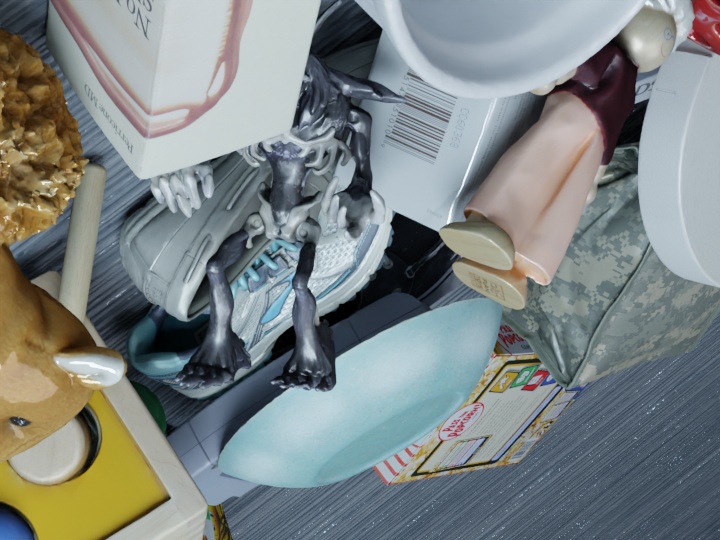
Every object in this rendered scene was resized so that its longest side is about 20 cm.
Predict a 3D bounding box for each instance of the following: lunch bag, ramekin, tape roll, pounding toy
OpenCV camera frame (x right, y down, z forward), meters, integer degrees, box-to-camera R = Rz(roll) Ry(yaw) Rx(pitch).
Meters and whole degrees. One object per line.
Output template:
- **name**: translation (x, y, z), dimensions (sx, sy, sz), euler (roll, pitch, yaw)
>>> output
- **lunch bag**: translation (0.209, -0.029, 1.309), dimensions (0.164, 0.118, 0.200), euler (-12, 140, -43)
- **ramekin**: translation (0.065, -0.192, 0.843), dimensions (0.200, 0.098, 0.201), euler (-25, 138, -25)
- **tape roll**: translation (0.262, -0.087, 1.221), dimensions (0.202, 0.037, 0.204), euler (-18, 115, -43)
- **pounding toy**: translation (-0.176, 0.086, 0.938), dimensions (0.199, 0.184, 0.142), euler (-31, 165, -18)

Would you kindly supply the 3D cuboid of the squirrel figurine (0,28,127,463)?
- **squirrel figurine**: translation (-0.179, -0.012, 0.759), dimensions (0.186, 0.141, 0.201), euler (32, 79, -31)

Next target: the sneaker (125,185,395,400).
- **sneaker**: translation (-0.060, 0.001, 1.051), dimensions (0.200, 0.078, 0.086), euler (-49, 150, 17)

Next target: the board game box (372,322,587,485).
- **board game box**: translation (0.110, 0.103, 1.471), dimensions (0.200, 0.046, 0.152), euler (1, 134, -53)

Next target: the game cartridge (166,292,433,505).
- **game cartridge**: translation (-0.034, 0.082, 1.127), dimensions (0.200, 0.042, 0.133), euler (-33, 160, 7)

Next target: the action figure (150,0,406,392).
- **action figure**: translation (-0.041, -0.038, 0.904), dimensions (0.102, 0.118, 0.201), euler (-58, 153, -79)

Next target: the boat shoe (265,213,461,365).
- **boat shoe**: translation (0.000, 0.000, 1.142), dimensions (0.200, 0.072, 0.068), euler (-36, 156, 8)

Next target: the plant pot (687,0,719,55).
- **plant pot**: translation (0.277, -0.195, 1.031), dimensions (0.200, 0.182, 0.201), euler (-29, 143, -25)

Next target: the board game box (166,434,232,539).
- **board game box**: translation (-0.140, 0.159, 1.132), dimensions (0.034, 0.127, 0.200), euler (-27, 158, 14)

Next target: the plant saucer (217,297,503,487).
- **plant saucer**: translation (0.009, 0.086, 1.085), dimensions (0.200, 0.039, 0.201), euler (-28, 163, -9)

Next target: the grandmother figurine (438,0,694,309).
- **grandmother figurine**: translation (0.116, -0.076, 0.943), dimensions (0.200, 0.060, 0.121), euler (-57, 160, -18)

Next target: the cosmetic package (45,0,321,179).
- **cosmetic package**: translation (-0.072, -0.150, 0.764), dimensions (0.087, 0.103, 0.200), euler (-22, 148, -29)

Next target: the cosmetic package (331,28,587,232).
- **cosmetic package**: translation (0.079, -0.090, 1.020), dimensions (0.200, 0.081, 0.113), euler (-9, 121, -62)

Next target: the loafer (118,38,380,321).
- **loafer**: translation (-0.042, -0.049, 0.992), dimensions (0.200, 0.070, 0.070), euler (-42, 151, -5)

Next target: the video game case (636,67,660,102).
- **video game case**: translation (0.191, -0.178, 1.161), dimensions (0.182, 0.023, 0.200), euler (-22, 149, -32)
